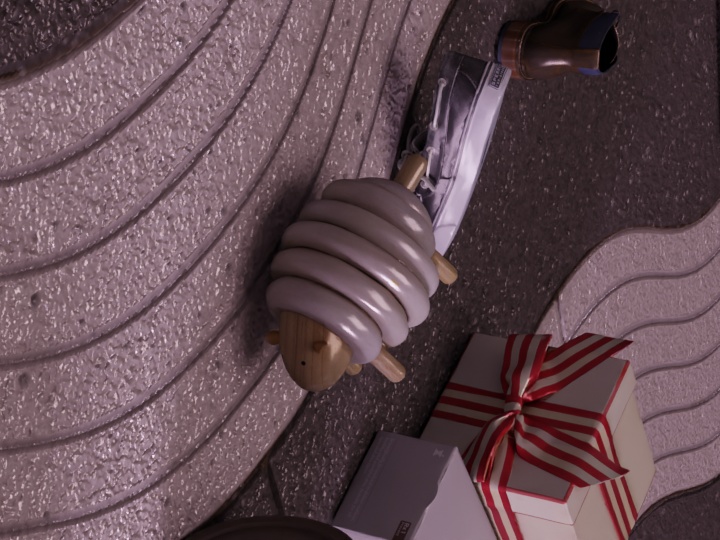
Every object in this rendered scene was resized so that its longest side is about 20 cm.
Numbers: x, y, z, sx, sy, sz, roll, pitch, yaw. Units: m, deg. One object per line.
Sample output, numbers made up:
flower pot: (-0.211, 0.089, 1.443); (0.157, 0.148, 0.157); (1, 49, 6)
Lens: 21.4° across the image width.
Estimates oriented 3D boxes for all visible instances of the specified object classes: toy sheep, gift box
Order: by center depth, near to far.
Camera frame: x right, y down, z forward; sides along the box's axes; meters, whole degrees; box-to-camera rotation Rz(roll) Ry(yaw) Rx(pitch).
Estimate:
toy sheep: (0.000, 0.000, 1.431); (0.201, 0.137, 0.138); (-64, 147, -20)
gift box: (0.172, 0.168, 1.724); (0.186, 0.198, 0.188); (-65, 146, -35)

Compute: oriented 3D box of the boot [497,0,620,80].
boot: (0.213, -0.211, 1.780); (0.200, 0.096, 0.076); (-30, 124, -54)

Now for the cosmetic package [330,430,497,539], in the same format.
cosmetic package: (0.056, 0.242, 1.649); (0.107, 0.089, 0.201); (-60, 142, -32)

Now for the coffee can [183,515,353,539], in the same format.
coffee can: (-0.066, 0.302, 1.383); (0.146, 0.145, 0.202); (-33, 126, -53)

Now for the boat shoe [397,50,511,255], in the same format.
boat shoe: (0.067, -0.093, 1.583); (0.074, 0.067, 0.200); (-65, 173, -46)
